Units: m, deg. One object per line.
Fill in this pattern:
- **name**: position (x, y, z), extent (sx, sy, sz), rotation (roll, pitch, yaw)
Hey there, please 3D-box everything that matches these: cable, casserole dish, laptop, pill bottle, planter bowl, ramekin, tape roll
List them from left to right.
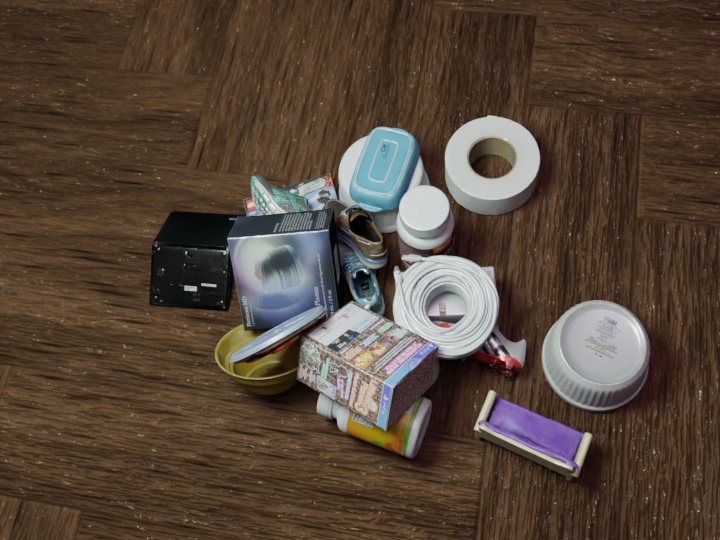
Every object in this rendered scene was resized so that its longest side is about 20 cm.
- **laptop**: position (-0.346, -0.024, 1.748), extent (0.174, 0.103, 0.203), rotation (4, 92, 9)
- **planter bowl**: position (-0.175, 0.179, 1.575), extent (0.197, 0.084, 0.201), rotation (-4, 30, 2)
- **pill bottle**: position (0.024, 0.261, 1.518), extent (0.198, 0.111, 0.112), rotation (18, 69, 15)
- **ramekin**: position (0.046, -0.190, 1.727), extent (0.197, 0.098, 0.203), rotation (-3, 65, 5)
- **casserole dish**: position (0.048, -0.214, 1.663), extent (0.120, 0.039, 0.202), rotation (15, 68, 13)
- **pill bottle**: position (0.129, -0.075, 1.608), extent (0.112, 0.201, 0.116), rotation (-3, 65, 6)
- **cable**: position (0.159, 0.070, 1.535), extent (0.197, 0.069, 0.203), rotation (0, 69, 6)
- **tape roll**: position (0.276, -0.222, 1.728), extent (0.199, 0.071, 0.205), rotation (-3, 66, 6)
- **ramekin**: position (0.440, 0.152, 1.521), extent (0.197, 0.105, 0.203), rotation (-3, 65, 6)

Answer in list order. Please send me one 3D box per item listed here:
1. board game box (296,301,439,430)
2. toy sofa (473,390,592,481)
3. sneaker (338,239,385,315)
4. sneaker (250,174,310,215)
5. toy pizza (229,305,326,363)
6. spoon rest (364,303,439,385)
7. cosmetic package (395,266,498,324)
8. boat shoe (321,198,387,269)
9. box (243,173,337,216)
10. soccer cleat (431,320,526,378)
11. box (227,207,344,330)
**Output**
- **board game box**: position (0.012, 0.165, 1.468), extent (0.198, 0.098, 0.159), rotation (26, 36, 26)
- **toy sofa**: position (0.310, 0.295, 1.477), extent (0.198, 0.098, 0.084), rotation (22, 70, 17)
- **sneaker**: position (0.000, 0.000, 1.652), extent (0.077, 0.087, 0.202), rotation (-22, 65, -4)
- **sneaker**: position (-0.153, -0.132, 1.706), extent (0.091, 0.078, 0.200), rotation (-30, 66, -28)
- **toy pizza**: position (-0.145, 0.123, 1.480), extent (0.198, 0.200, 0.032), rotation (-29, 94, -6)
- **spoon rest**: position (0.069, 0.149, 1.585), extent (0.099, 0.061, 0.200), rotation (-43, 90, -6)
- **cosmetic package**: position (0.170, 0.055, 1.615), extent (0.197, 0.074, 0.103), rotation (-5, 66, 6)
- **boat shoe**: position (-0.008, -0.092, 1.646), extent (0.072, 0.073, 0.200), rotation (-26, 53, -28)
- **box**: position (-0.140, -0.114, 1.747), extent (0.197, 0.040, 0.139), rotation (-16, 66, -1)
- **soccer cleat**: position (0.225, 0.134, 1.581), extent (0.198, 0.069, 0.086), rotation (22, 58, 15)
- **box**: position (-0.140, -0.001, 1.596), extent (0.195, 0.203, 0.124), rotation (-5, 24, 6)
